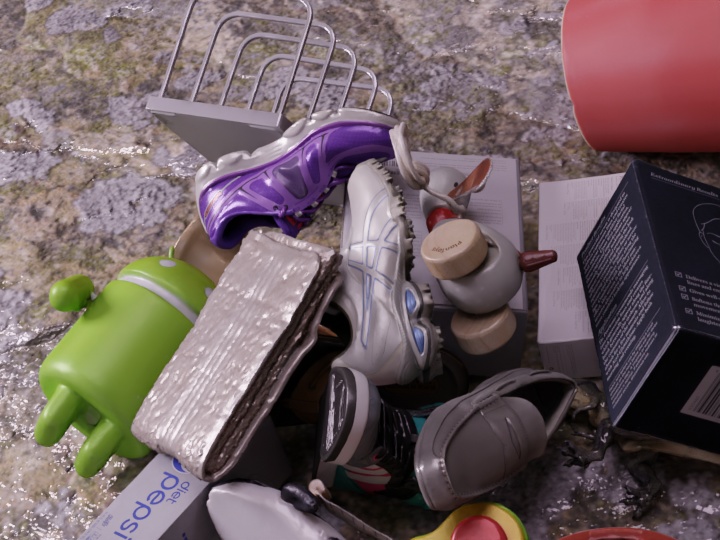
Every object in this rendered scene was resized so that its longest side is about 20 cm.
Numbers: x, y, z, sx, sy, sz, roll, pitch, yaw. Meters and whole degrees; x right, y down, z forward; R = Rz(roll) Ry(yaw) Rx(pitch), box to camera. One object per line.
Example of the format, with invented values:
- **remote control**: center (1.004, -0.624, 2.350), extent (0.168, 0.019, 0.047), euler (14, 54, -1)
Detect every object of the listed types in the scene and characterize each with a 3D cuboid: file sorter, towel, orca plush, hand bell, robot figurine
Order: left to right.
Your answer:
- **robot figurine**: center (-0.185, 0.073, 1.507), extent (0.175, 0.116, 0.200), euler (37, 65, 2)
- **towel**: center (-0.094, 0.061, 1.401), extent (0.201, 0.034, 0.132), euler (-58, 31, -9)
- **file sorter**: center (-0.071, -0.153, 1.648), extent (0.138, 0.200, 0.125), euler (11, 75, 28)
- **hand bell**: center (-0.062, 0.031, 1.568), extent (0.199, 0.105, 0.104), euler (30, 57, 26)
- **orca plush**: center (-0.019, 0.206, 1.348), extent (0.199, 0.106, 0.071), euler (13, 16, 34)

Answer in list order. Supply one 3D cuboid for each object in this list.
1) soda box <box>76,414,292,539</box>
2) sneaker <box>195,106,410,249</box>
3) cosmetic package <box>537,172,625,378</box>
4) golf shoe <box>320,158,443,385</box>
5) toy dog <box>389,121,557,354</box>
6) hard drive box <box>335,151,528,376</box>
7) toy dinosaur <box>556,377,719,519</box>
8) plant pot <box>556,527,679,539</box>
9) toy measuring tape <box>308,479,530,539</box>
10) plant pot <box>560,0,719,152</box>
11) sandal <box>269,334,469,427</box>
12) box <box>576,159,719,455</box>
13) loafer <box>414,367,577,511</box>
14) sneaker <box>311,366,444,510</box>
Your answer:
- **soda box**: center (-0.142, 0.191, 1.405), extent (0.063, 0.069, 0.200), euler (17, 50, 36)
- **sneaker**: center (-0.044, -0.071, 1.529), extent (0.199, 0.081, 0.084), euler (-23, 63, 21)
- **cosmetic package**: center (0.192, 0.003, 1.523), extent (0.082, 0.051, 0.201), euler (-7, 41, 13)
- **golf shoe**: center (0.000, 0.000, 1.411), extent (0.096, 0.079, 0.201), euler (-12, 54, -2)
- **toy dog**: center (0.098, -0.031, 1.425), extent (0.096, 0.132, 0.201), euler (-19, 52, 7)
- **hard drive box**: center (0.059, -0.010, 1.535), extent (0.155, 0.077, 0.201), euler (4, 41, 0)
- **toy dinosaur**: center (0.206, 0.134, 1.376), extent (0.199, 0.048, 0.088), euler (24, 47, 34)
- **plant pot**: center (0.164, 0.275, 1.109), extent (0.199, 0.196, 0.202), euler (-9, 41, 8)
- **toy measuring tape**: center (0.059, 0.185, 1.324), extent (0.199, 0.074, 0.074), euler (28, 55, 22)
- **plant pot**: center (0.283, -0.190, 1.624), extent (0.176, 0.201, 0.201), euler (-10, 39, 23)
- **sandal**: center (-0.013, 0.098, 1.452), extent (0.198, 0.082, 0.055), euler (3, 26, 3)
- **box**: center (0.261, 0.032, 1.374), extent (0.147, 0.107, 0.201), euler (16, 37, -15)
- **loafer**: center (0.100, 0.116, 1.325), extent (0.069, 0.070, 0.200), euler (-15, 12, 30)
- **sneaker**: center (0.030, 0.127, 1.352), extent (0.120, 0.200, 0.084), euler (6, 73, -4)
